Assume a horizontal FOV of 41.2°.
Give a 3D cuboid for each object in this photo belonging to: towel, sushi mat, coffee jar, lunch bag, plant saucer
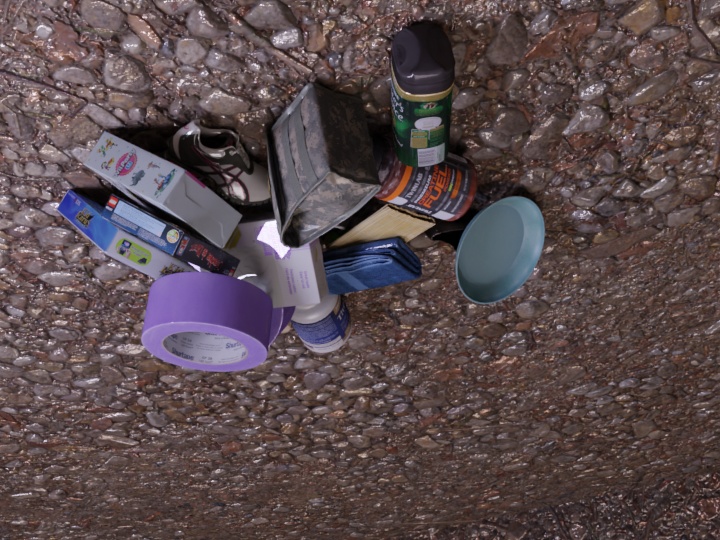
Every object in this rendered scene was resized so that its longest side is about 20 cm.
[{"bbox_3d":[0.000,0.000,1.644,0.198,0.049,0.111,-12,150,29],"label":"towel"},{"bbox_3d":[0.030,-0.058,1.592,0.095,0.012,0.199,17,152,-27],"label":"sushi mat"},{"bbox_3d":[0.086,-0.244,1.351,0.084,0.106,0.201,-7,148,-3],"label":"coffee jar"},{"bbox_3d":[-0.076,-0.148,1.421,0.116,0.166,0.200,11,145,-35],"label":"lunch bag"},{"bbox_3d":[0.235,-0.040,1.665,0.198,0.036,0.203,-17,124,-28],"label":"plant saucer"}]

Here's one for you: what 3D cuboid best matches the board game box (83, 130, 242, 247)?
[{"bbox_3d":[-0.292,-0.119,1.416,0.198,0.065,0.147,25,169,36],"label":"board game box"}]

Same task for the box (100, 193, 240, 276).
[{"bbox_3d":[-0.279,-0.047,1.437,0.135,0.038,0.200,26,177,19],"label":"box"}]

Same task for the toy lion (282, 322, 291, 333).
[{"bbox_3d":[-0.236,0.065,1.845,0.189,0.070,0.201,-4,149,12],"label":"toy lion"}]

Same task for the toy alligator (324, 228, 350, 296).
[{"bbox_3d":[-0.023,-0.023,1.742,0.054,0.059,0.201,-42,154,-19],"label":"toy alligator"}]

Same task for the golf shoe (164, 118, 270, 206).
[{"bbox_3d":[-0.198,-0.162,1.465,0.198,0.078,0.088,19,136,-34],"label":"golf shoe"}]

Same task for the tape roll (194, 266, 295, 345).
[{"bbox_3d":[-0.216,0.047,1.672,0.197,0.085,0.203,4,107,13],"label":"tape roll"}]

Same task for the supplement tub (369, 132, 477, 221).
[{"bbox_3d":[0.079,-0.150,1.498,0.198,0.108,0.107,14,143,-30],"label":"supplement tub"}]

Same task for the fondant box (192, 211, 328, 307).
[{"bbox_3d":[-0.162,-0.015,1.555,0.197,0.058,0.147,-6,105,15],"label":"fondant box"}]

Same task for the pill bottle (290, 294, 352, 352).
[{"bbox_3d":[-0.087,0.065,1.812,0.109,0.112,0.201,-11,148,8],"label":"pill bottle"}]

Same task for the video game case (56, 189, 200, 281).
[{"bbox_3d":[-0.367,-0.045,1.533,0.181,0.199,0.046,34,89,-45],"label":"video game case"}]

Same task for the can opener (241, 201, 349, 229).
[{"bbox_3d":[-0.111,-0.101,1.597,0.197,0.054,0.067,12,144,-25],"label":"can opener"}]

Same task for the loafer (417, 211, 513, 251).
[{"bbox_3d":[0.189,-0.061,1.694,0.197,0.072,0.073,9,146,-23],"label":"loafer"}]

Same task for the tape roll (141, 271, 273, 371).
[{"bbox_3d":[-0.239,0.084,1.505,0.197,0.086,0.201,4,154,2],"label":"tape roll"}]
